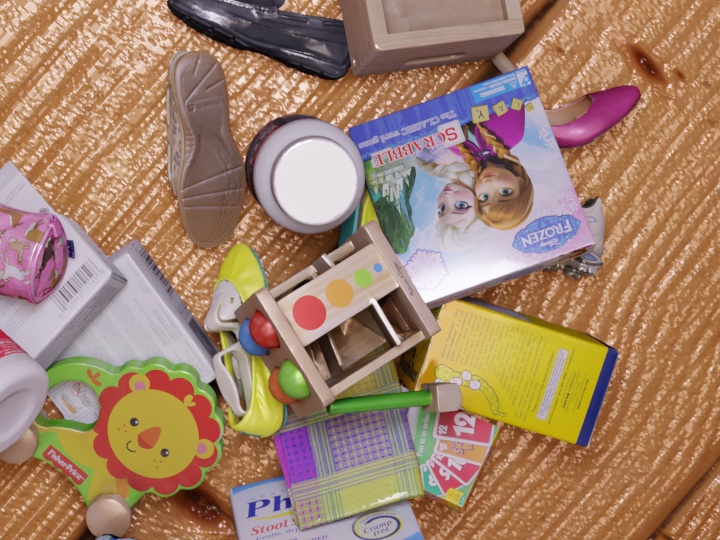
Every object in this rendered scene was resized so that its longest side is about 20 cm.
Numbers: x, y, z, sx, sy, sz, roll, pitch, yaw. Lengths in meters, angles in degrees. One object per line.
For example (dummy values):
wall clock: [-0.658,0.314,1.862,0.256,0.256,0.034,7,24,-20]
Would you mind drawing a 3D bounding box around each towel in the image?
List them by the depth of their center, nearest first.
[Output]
towel: [-0.020,0.160,1.559,0.142,0.023,0.201,-17,59,1]

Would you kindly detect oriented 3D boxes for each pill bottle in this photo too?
pill bottle: [-0.403,0.080,1.447,0.199,0.112,0.113,37,92,20]
pill bottle: [-0.055,-0.096,1.491,0.110,0.200,0.112,-1,98,-8]

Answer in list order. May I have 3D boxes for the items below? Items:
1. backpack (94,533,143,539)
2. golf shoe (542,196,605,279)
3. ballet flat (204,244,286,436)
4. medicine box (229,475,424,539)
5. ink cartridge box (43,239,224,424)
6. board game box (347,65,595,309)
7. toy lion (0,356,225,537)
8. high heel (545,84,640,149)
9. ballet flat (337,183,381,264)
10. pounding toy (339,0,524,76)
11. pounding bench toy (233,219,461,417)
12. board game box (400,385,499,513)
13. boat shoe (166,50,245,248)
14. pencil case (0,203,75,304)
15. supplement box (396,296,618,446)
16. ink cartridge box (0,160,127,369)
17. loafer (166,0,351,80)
backpack: [-0.209,0.353,1.530,0.154,0.162,0.201,-45,119,-37]
golf shoe: [0.169,-0.059,1.607,0.198,0.078,0.098,15,83,-18]
ballet flat: [-0.123,0.070,1.537,0.067,0.067,0.202,-3,77,-39]
medicine box: [-0.030,0.295,1.552,0.180,0.200,0.104,-12,116,-7]
ink cartridge box: [-0.267,0.088,1.577,0.199,0.057,0.163,-31,103,18]
board game box: [0.111,-0.081,1.529,0.198,0.041,0.201,-20,77,-1]
toy lion: [-0.246,0.161,1.549,0.200,0.069,0.192,40,100,-9]
high heel: [0.194,-0.169,1.584,0.199,0.067,0.097,-28,110,-1]
ballet flat: [0.000,0.000,1.585,0.067,0.067,0.202,15,90,-25]
pounding toy: [0.081,-0.277,1.527,0.198,0.142,0.186,-9,85,-14]
pounding bench toy: [-0.012,0.086,1.464,0.155,0.124,0.201,-32,88,-18]
board game box: [0.036,0.170,1.576,0.199,0.030,0.096,21,66,19]
boat shoe: [-0.163,-0.125,1.548,0.073,0.063,0.202,-7,104,-23]
pencil case: [-0.382,-0.034,1.475,0.198,0.087,0.083,16,140,16]
supplement box: [0.153,0.099,1.600,0.198,0.109,0.110,18,94,-11]
ink cartridge box: [-0.361,0.020,1.528,0.200,0.044,0.174,-46,69,4]
loafer: [-0.098,-0.254,1.530,0.199,0.068,0.071,18,88,-16]
